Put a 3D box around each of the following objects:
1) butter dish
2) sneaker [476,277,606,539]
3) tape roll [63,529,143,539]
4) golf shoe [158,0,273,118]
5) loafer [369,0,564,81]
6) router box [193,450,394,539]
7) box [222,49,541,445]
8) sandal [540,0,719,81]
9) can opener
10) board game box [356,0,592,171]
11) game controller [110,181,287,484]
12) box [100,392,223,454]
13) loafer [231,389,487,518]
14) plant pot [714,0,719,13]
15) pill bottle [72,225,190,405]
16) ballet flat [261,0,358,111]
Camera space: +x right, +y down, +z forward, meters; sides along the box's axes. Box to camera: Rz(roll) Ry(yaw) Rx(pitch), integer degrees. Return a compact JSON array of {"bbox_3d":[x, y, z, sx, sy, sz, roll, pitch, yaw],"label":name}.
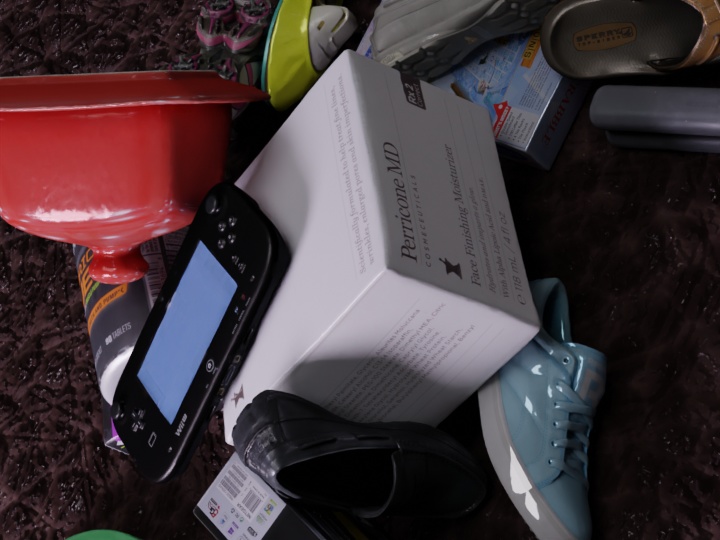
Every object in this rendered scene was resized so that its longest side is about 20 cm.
[{"bbox_3d":[-0.175,-0.065,1.141,0.197,0.200,0.150,0,97,11],"label":"butter dish"},{"bbox_3d":[0.126,0.088,1.054,0.082,0.074,0.202,-32,53,25],"label":"sneaker"},{"bbox_3d":[-0.197,0.298,1.204,0.198,0.048,0.203,-16,59,29],"label":"tape roll"},{"bbox_3d":[-0.120,-0.139,1.304,0.072,0.093,0.201,16,48,16],"label":"golf shoe"},{"bbox_3d":[0.090,-0.203,1.171,0.198,0.070,0.071,-21,66,27],"label":"loafer"},{"bbox_3d":[0.004,0.210,1.028,0.052,0.157,0.200,-53,48,3],"label":"router box"},{"bbox_3d":[0.000,0.000,1.101,0.200,0.130,0.201,-46,39,37],"label":"box"},{"bbox_3d":[0.216,-0.174,1.096,0.197,0.055,0.083,-9,104,17],"label":"sandal"},{"bbox_3d":[0.241,-0.083,1.069,0.198,0.053,0.068,7,71,39],"label":"can opener"},{"bbox_3d":[0.103,-0.195,1.231,0.198,0.041,0.202,23,83,40],"label":"board game box"},{"bbox_3d":[-0.112,0.043,1.091,0.202,0.042,0.104,-64,31,17],"label":"game controller"},{"bbox_3d":[-0.126,0.043,1.286,0.199,0.036,0.144,-27,55,25],"label":"box"},{"bbox_3d":[0.007,0.132,1.037,0.068,0.199,0.071,-56,38,19],"label":"loafer"},{"bbox_3d":[0.319,-0.215,1.029,0.197,0.027,0.203,2,101,12],"label":"plant pot"},{"bbox_3d":[-0.165,0.002,1.242,0.106,0.106,0.202,-32,53,19],"label":"pill bottle"},{"bbox_3d":[-0.030,-0.226,1.333,0.066,0.067,0.202,5,70,23],"label":"ballet flat"}]
